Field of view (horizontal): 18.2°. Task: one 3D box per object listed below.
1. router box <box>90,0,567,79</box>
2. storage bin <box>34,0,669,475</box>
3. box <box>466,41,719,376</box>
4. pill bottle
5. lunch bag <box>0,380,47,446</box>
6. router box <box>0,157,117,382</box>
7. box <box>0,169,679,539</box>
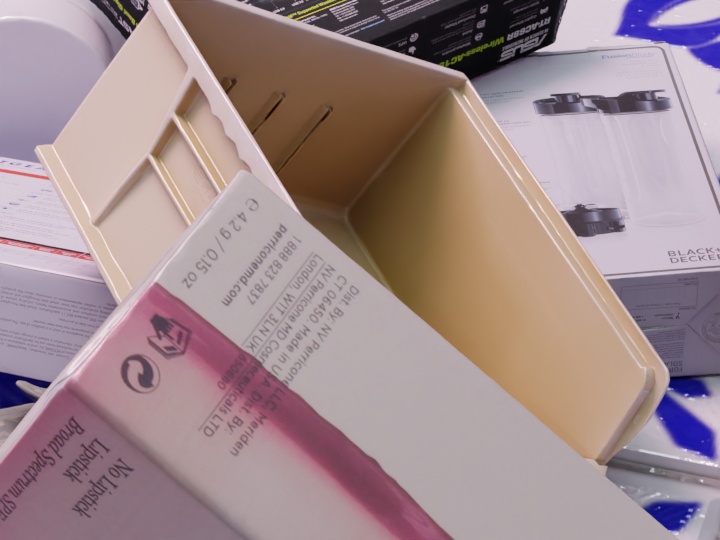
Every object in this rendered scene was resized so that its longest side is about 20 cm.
[{"bbox_3d":[-0.017,-0.146,1.123,0.199,0.062,0.150,-24,56,-27],"label":"router box"},{"bbox_3d":[0.000,0.000,0.910,0.199,0.094,0.199,12,37,-49],"label":"storage bin"},{"bbox_3d":[0.111,-0.032,1.086,0.116,0.060,0.201,-5,37,-3],"label":"box"},{"bbox_3d":[-0.177,-0.145,1.214,0.112,0.114,0.201,-4,36,-2],"label":"pill bottle"},{"bbox_3d":[-0.098,0.120,0.852,0.163,0.118,0.199,23,36,36],"label":"lunch bag"},{"bbox_3d":[-0.134,-0.002,1.017,0.199,0.049,0.179,10,15,17],"label":"router box"},{"bbox_3d":[-0.015,0.091,0.721,0.200,0.128,0.109,40,49,-3],"label":"box"}]
